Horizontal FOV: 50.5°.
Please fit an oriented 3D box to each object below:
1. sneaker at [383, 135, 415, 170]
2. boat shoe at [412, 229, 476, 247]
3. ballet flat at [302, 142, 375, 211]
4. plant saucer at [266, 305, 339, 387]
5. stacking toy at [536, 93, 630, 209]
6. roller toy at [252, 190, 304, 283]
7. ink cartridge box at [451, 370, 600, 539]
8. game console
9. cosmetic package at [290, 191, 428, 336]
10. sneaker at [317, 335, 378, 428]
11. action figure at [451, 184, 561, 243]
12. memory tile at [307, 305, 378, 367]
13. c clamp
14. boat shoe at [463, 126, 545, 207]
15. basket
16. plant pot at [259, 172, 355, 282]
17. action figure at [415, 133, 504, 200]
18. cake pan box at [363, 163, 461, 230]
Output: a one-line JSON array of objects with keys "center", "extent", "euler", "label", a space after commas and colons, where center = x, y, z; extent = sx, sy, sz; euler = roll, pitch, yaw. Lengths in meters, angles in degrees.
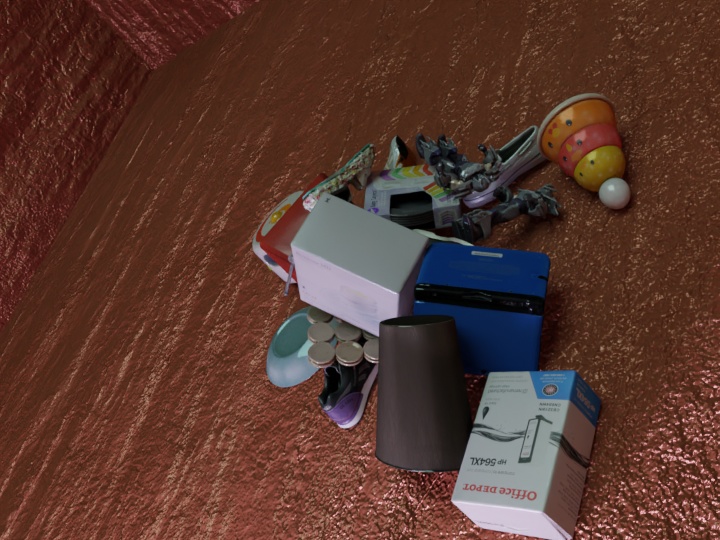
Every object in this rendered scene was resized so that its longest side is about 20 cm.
[{"center": [0.071, -0.222, 1.710], "extent": [0.092, 0.076, 0.201], "euler": [-32, 34, 27], "label": "sneaker"}, {"center": [0.149, -0.019, 1.309], "extent": [0.199, 0.072, 0.063], "euler": [20, 78, 50], "label": "boat shoe"}, {"center": [-0.029, -0.168, 1.480], "extent": [0.200, 0.064, 0.076], "euler": [-42, -1, -23], "label": "ballet flat"}, {"center": [-0.129, 0.143, 1.568], "extent": [0.200, 0.039, 0.202], "euler": [-29, 38, 25], "label": "plant saucer"}, {"center": [0.399, -0.186, 1.285], "extent": [0.145, 0.146, 0.201], "euler": [-33, 51, 17], "label": "stacking toy"}, {"center": [-0.145, -0.081, 1.712], "extent": [0.200, 0.140, 0.182], "euler": [-47, 24, -1], "label": "roller toy"}, {"center": [0.225, 0.243, 1.030], "extent": [0.145, 0.084, 0.201], "euler": [-9, 47, 42], "label": "ink cartridge box"}, {"center": [0.188, 0.060, 1.194], "extent": [0.198, 0.119, 0.172], "euler": [7, 43, 16], "label": "game console"}, {"center": [0.000, 0.000, 1.306], "extent": [0.198, 0.201, 0.124], "euler": [24, 63, 14], "label": "cosmetic package"}, {"center": [-0.018, 0.173, 1.369], "extent": [0.075, 0.088, 0.202], "euler": [-16, 43, 37], "label": "sneaker"}, {"center": [0.260, -0.106, 1.332], "extent": [0.198, 0.070, 0.130], "euler": [-26, 15, -16], "label": "action figure"}, {"center": [0.002, 0.112, 1.381], "extent": [0.197, 0.017, 0.154], "euler": [-3, 40, -4], "label": "memory tile"}, {"center": [-0.077, -0.067, 1.379], "extent": [0.200, 0.027, 0.172], "euler": [-43, -26, -57], "label": "c clamp"}, {"center": [0.268, -0.204, 1.460], "extent": [0.199, 0.067, 0.074], "euler": [-38, 34, 15], "label": "boat shoe"}, {"center": [0.088, 0.172, 1.120], "extent": [0.180, 0.135, 0.203], "euler": [0, 95, 56], "label": "basket"}, {"center": [-0.046, -0.039, 1.547], "extent": [0.200, 0.200, 0.176], "euler": [-48, 44, -5], "label": "plant pot"}, {"center": [0.180, -0.195, 1.411], "extent": [0.129, 0.070, 0.200], "euler": [-18, 35, -21], "label": "action figure"}, {"center": [0.099, -0.136, 1.454], "extent": [0.182, 0.053, 0.201], "euler": [-8, 32, 11], "label": "cake pan box"}]
